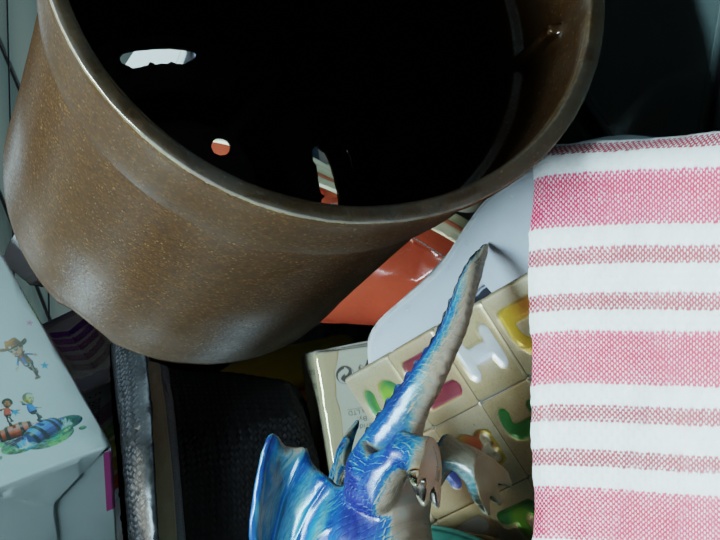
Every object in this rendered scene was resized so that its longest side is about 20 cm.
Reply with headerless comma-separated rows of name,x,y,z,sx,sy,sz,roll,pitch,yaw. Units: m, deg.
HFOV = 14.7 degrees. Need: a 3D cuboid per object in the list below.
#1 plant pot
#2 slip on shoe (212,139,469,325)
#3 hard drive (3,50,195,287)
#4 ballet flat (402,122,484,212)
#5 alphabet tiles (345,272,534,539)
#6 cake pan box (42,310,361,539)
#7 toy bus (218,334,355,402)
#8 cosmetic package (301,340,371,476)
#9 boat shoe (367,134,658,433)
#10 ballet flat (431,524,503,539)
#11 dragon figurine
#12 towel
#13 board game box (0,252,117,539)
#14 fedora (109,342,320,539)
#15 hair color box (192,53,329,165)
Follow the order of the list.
plant pot,-0.039,-0.070,1.026,0.198,0.200,0.201,127,131,-61
slip on shoe,0.000,0.000,1.188,0.200,0.061,0.074,25,154,24
hard drive,-0.092,-0.046,1.358,0.026,0.132,0.200,36,-174,16
ballet flat,0.039,-0.059,1.178,0.200,0.069,0.070,-143,46,-72
alphabet tiles,0.073,0.091,1.051,0.167,0.006,0.200,57,143,0
cake pan box,-0.088,0.061,1.419,0.052,0.184,0.200,52,153,24
toy bus,-0.018,0.163,1.381,0.192,0.136,0.200,47,142,39
cosmetic package,0.025,0.130,1.259,0.104,0.073,0.200,140,122,-84
boat shoe,0.077,-0.002,1.043,0.071,0.070,0.200,52,142,5
ballet flat,0.065,0.141,1.043,0.200,0.069,0.063,5,144,49
dragon figurine,-0.003,0.088,1.020,0.099,0.059,0.200,7,96,37
towel,0.115,0.054,0.922,0.146,0.030,0.200,1,92,47
board game box,-0.181,0.059,1.293,0.200,0.064,0.148,55,156,31
fedora,-0.062,0.112,1.258,0.201,0.091,0.201,175,90,-83
hair color box,-0.031,-0.096,1.288,0.100,0.060,0.200,-26,-70,-64
